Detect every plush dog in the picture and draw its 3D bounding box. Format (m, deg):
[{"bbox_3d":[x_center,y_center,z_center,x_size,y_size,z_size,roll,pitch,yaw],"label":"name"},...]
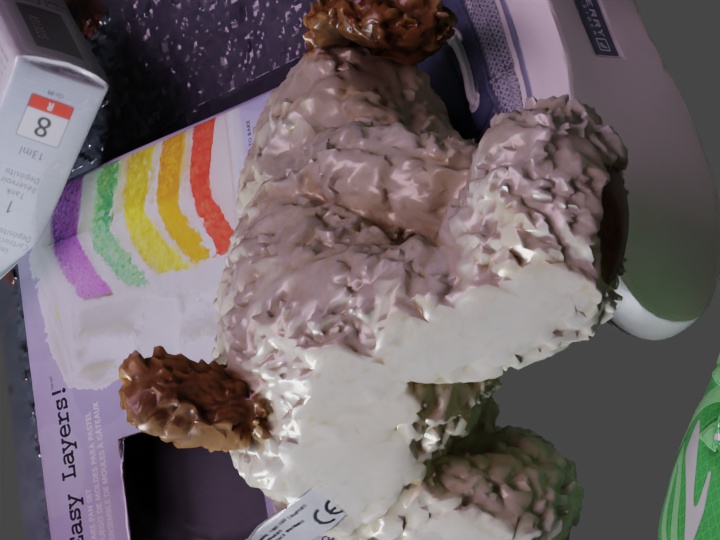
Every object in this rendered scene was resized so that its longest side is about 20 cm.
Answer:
[{"bbox_3d":[0.000,0.000,0.869,0.172,0.159,0.201,-94,7,-52],"label":"plush dog"}]

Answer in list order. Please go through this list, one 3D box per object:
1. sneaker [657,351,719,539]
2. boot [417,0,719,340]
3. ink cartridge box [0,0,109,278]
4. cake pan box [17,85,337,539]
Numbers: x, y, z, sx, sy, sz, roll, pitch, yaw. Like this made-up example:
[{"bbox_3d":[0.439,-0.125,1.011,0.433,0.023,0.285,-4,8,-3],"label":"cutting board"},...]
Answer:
[{"bbox_3d":[0.140,0.025,0.827,0.074,0.083,0.201,36,112,38],"label":"sneaker"},{"bbox_3d":[0.063,-0.051,0.924,0.090,0.072,0.201,-39,53,42],"label":"boot"},{"bbox_3d":[-0.179,-0.031,1.118,0.201,0.050,0.162,-68,26,20],"label":"ink cartridge box"},{"bbox_3d":[-0.058,0.044,1.033,0.184,0.052,0.201,-18,74,43],"label":"cake pan box"}]
